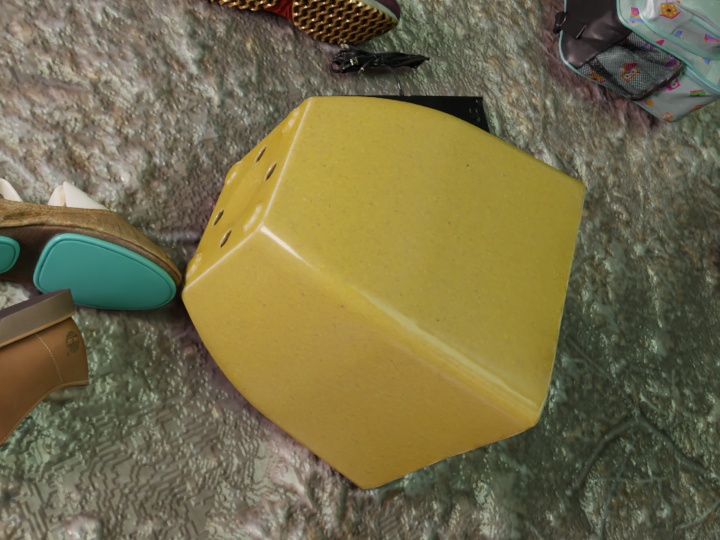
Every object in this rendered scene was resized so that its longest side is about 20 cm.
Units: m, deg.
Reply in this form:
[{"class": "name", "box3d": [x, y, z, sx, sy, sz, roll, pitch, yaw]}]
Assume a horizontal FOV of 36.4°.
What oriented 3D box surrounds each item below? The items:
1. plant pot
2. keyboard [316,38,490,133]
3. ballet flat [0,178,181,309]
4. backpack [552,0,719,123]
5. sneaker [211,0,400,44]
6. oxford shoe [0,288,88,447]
[{"class": "plant pot", "box3d": [0.000, 0.000, 0.733, 0.200, 0.195, 0.195, 32, 54, -19]}, {"class": "keyboard", "box3d": [0.035, -0.133, 0.932, 0.199, 0.021, 0.128, -7, 82, -42]}, {"class": "ballet flat", "box3d": [-0.205, -0.024, 0.667, 0.199, 0.068, 0.073, 7, 48, -33]}, {"class": "backpack", "box3d": [0.313, -0.257, 1.129, 0.200, 0.153, 0.176, 31, 49, -34]}, {"class": "sneaker", "box3d": [-0.050, -0.248, 0.875, 0.199, 0.075, 0.090, 12, 69, -37]}, {"class": "oxford shoe", "box3d": [-0.230, 0.077, 0.591, 0.200, 0.071, 0.072, -26, 103, -39]}]
